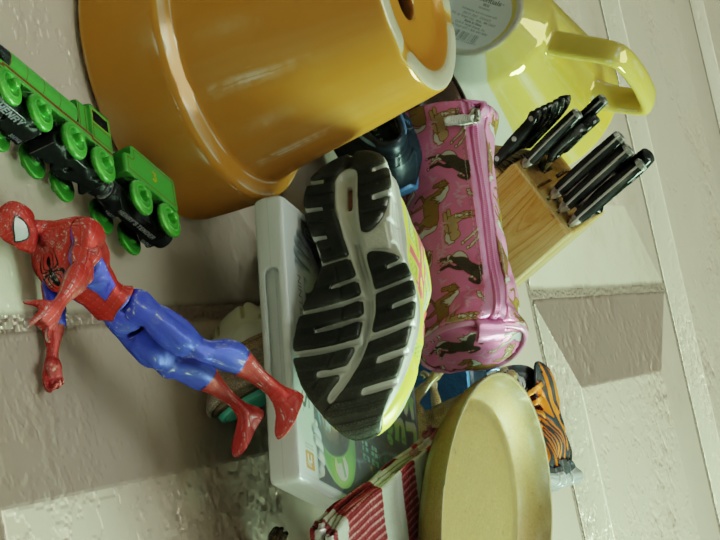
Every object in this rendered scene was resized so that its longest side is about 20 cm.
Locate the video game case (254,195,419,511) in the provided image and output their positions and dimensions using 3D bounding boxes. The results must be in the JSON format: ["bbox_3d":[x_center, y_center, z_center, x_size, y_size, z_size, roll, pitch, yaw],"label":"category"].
[{"bbox_3d":[-0.009,0.070,1.207,0.200,0.023,0.182,39,42,-59],"label":"video game case"}]

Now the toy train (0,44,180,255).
[{"bbox_3d":[-0.165,-0.072,1.079,0.200,0.042,0.056,43,29,-51],"label":"toy train"}]

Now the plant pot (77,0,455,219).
[{"bbox_3d":[-0.047,-0.150,1.204,0.200,0.183,0.200,44,39,-51],"label":"plant pot"}]

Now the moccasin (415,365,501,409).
[{"bbox_3d":[0.072,0.118,1.469,0.068,0.080,0.200,-19,107,-53],"label":"moccasin"}]

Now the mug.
[{"bbox_3d":[0.145,-0.187,1.649,0.153,0.186,0.150,47,28,-52],"label":"mug"}]

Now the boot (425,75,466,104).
[{"bbox_3d":[0.025,-0.150,1.487,0.200,0.064,0.187,50,23,-50],"label":"boot"}]

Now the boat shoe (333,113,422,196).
[{"bbox_3d":[-0.007,-0.141,1.335,0.200,0.084,0.069,52,-19,29],"label":"boat shoe"}]

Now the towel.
[{"bbox_3d":[0.024,0.191,1.178,0.200,0.023,0.144,-29,114,-62],"label":"towel"}]

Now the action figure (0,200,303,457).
[{"bbox_3d":[-0.130,0.046,1.033,0.200,0.065,0.099,43,46,-19],"label":"action figure"}]

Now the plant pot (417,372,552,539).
[{"bbox_3d":[0.080,0.166,1.243,0.200,0.027,0.200,-1,90,-65],"label":"plant pot"}]

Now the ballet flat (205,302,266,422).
[{"bbox_3d":[-0.059,0.054,1.230,0.067,0.068,0.200,59,17,10],"label":"ballet flat"}]

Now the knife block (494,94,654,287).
[{"bbox_3d":[0.138,-0.035,1.433,0.064,0.175,0.200,-28,123,-53],"label":"knife block"}]

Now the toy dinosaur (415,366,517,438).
[{"bbox_3d":[0.037,0.137,1.360,0.058,0.200,0.101,11,26,-34],"label":"toy dinosaur"}]

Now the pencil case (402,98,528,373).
[{"bbox_3d":[0.068,-0.025,1.336,0.087,0.083,0.200,58,24,-59],"label":"pencil case"}]

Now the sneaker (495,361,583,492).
[{"bbox_3d":[0.128,0.136,1.595,0.200,0.078,0.112,14,59,-76],"label":"sneaker"}]

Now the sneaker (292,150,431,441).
[{"bbox_3d":[0.013,0.024,1.156,0.090,0.078,0.200,57,28,-45],"label":"sneaker"}]

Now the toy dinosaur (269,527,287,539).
[{"bbox_3d":[-0.025,0.231,1.204,0.200,0.058,0.101,55,46,-24],"label":"toy dinosaur"}]
